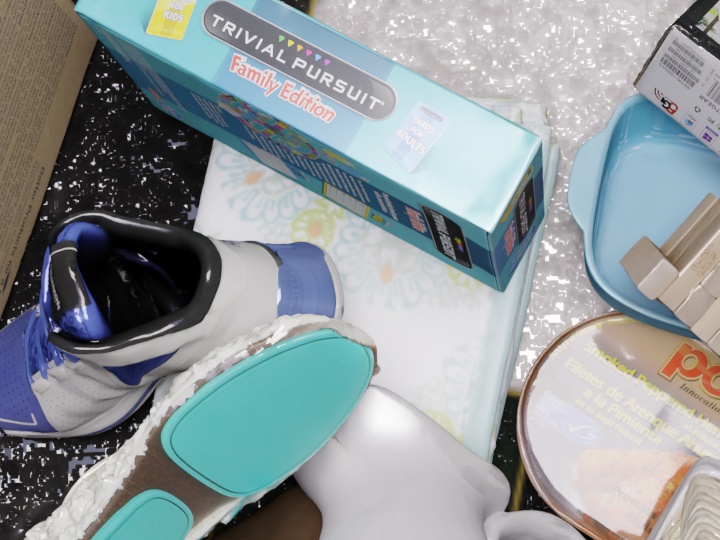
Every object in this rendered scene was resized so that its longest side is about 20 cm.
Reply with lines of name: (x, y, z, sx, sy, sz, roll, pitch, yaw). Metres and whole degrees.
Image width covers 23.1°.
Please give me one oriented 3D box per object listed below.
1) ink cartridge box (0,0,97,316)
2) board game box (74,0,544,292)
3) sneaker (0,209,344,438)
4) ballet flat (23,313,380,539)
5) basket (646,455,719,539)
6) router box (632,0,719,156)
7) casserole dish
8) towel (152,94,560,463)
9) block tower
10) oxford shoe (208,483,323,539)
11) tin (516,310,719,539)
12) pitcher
ink cartridge box: (-0.208, -0.057, 0.838, 0.075, 0.165, 0.201, 16, 82, 9)
board game box: (-0.015, -0.068, 0.787, 0.199, 0.151, 0.047, 28, 84, 10)
sneaker: (-0.118, 0.017, 0.809, 0.199, 0.115, 0.081, -17, 65, 34)
ballet flat: (-0.081, 0.081, 0.759, 0.200, 0.072, 0.072, -43, 80, 4)
basket: (0.160, 0.204, 0.764, 0.135, 0.123, 0.201, 27, 101, 8)
router box: (0.251, -0.077, 0.833, 0.200, 0.051, 0.149, 41, 56, 9)
casserole dish: (0.191, -0.012, 0.845, 0.199, 0.039, 0.122, 16, 66, -4)
towel: (0.000, 0.000, 0.875, 0.170, 0.048, 0.201, 11, 82, 9)
block tower: (0.208, 0.047, 0.781, 0.200, 0.054, 0.058, 40, 97, -8)
oxford shoe: (-0.081, 0.157, 0.813, 0.200, 0.085, 0.073, -39, 37, -15)
tin: (0.168, 0.100, 0.850, 0.200, 0.042, 0.112, 34, 89, 9)
pitcher: (0.040, 0.167, 0.749, 0.171, 0.121, 0.201, 23, 41, -19)
